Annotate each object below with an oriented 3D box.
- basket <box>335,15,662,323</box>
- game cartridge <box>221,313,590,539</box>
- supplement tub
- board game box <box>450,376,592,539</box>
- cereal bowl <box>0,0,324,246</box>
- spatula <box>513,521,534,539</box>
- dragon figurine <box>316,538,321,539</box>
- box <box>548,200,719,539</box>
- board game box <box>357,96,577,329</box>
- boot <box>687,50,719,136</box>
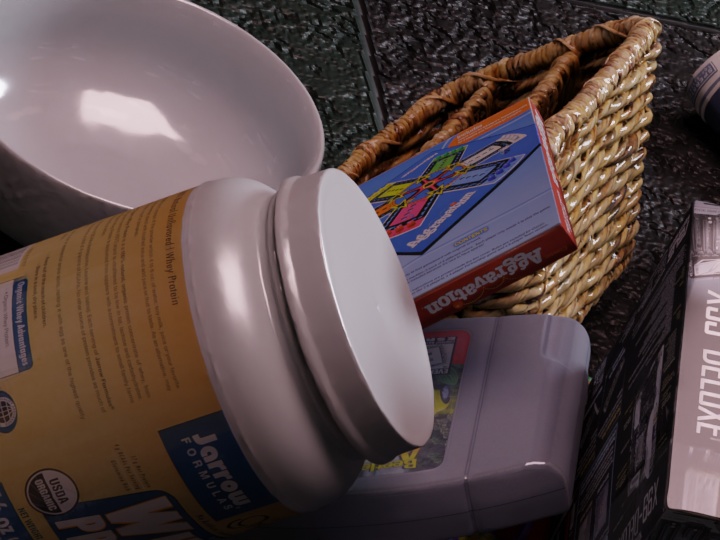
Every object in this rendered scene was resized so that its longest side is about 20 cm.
[{"bbox_3d":[0.055,-0.049,1.504,0.142,0.149,0.200,15,30,18],"label":"basket"},{"bbox_3d":[0.001,0.074,1.358,0.199,0.041,0.133,-4,37,13],"label":"game cartridge"},{"bbox_3d":[-0.083,0.046,1.259,0.200,0.145,0.145,-19,33,16],"label":"supplement tub"},{"bbox_3d":[0.105,0.097,1.452,0.158,0.039,0.200,-1,41,-29],"label":"board game box"},{"bbox_3d":[-0.122,-0.059,1.502,0.200,0.083,0.200,14,36,-11],"label":"cereal bowl"},{"bbox_3d":[0.081,0.141,1.293,0.021,0.057,0.200,21,17,-13],"label":"spatula"},{"bbox_3d":[-0.005,0.177,1.273,0.200,0.059,0.099,28,36,9],"label":"dragon figurine"},{"bbox_3d":[0.130,0.090,1.305,0.050,0.200,0.158,14,53,-7],"label":"box"},{"bbox_3d":[0.000,0.000,1.356,0.019,0.200,0.103,53,16,-35],"label":"board game box"},{"bbox_3d":[0.294,-0.099,1.799,0.200,0.073,0.090,-16,58,-32],"label":"boot"}]
